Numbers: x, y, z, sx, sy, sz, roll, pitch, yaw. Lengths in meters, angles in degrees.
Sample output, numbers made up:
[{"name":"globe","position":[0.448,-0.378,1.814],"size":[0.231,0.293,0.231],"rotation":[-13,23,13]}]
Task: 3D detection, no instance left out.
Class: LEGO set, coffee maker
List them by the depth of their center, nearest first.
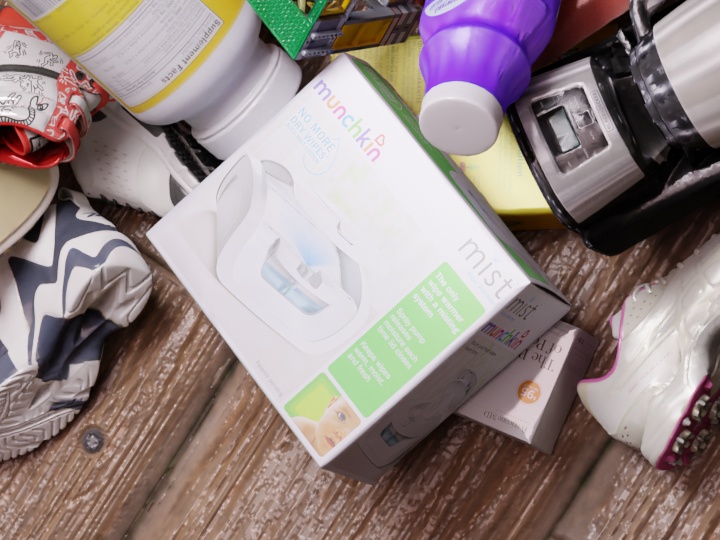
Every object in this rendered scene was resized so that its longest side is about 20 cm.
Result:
[{"name":"coffee maker","position":[0.209,-0.094,1.533],"size":[0.200,0.192,0.135],"rotation":[-27,51,19]},{"name":"LEGO set","position":[-0.015,-0.230,1.590],"size":[0.200,0.116,0.154],"rotation":[45,129,30]}]

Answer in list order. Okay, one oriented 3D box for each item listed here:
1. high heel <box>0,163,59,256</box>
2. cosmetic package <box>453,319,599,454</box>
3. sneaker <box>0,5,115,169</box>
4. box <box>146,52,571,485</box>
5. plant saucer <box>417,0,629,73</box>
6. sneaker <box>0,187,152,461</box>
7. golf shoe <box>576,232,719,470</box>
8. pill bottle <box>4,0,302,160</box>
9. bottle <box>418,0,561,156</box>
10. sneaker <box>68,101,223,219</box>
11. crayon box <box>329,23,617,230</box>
[{"name":"high heel","position":[-0.267,-0.062,1.752],"size":[0.142,0.071,0.200],"rotation":[-24,42,50]},{"name":"cosmetic package","position":[0.046,0.043,1.648],"size":[0.200,0.051,0.083],"rotation":[21,88,24]},{"name":"sneaker","position":[-0.179,-0.122,1.685],"size":[0.201,0.067,0.108],"rotation":[-4,62,-16]},{"name":"box","position":[0.000,0.000,1.596],"size":[0.176,0.097,0.200],"rotation":[-41,68,10]},{"name":"plant saucer","position":[0.119,-0.212,1.625],"size":[0.199,0.037,0.200],"rotation":[-33,33,12]},{"name":"sneaker","position":[-0.233,0.028,1.754],"size":[0.199,0.079,0.130],"rotation":[-56,44,24]},{"name":"golf shoe","position":[0.205,0.021,1.580],"size":[0.091,0.075,0.200],"rotation":[28,88,28]},{"name":"pill bottle","position":[-0.134,-0.164,1.610],"size":[0.112,0.200,0.112],"rotation":[-39,24,21]},{"name":"bottle","position":[0.077,-0.154,1.504],"size":[0.083,0.065,0.200],"rotation":[-24,36,38]},{"name":"sneaker","position":[-0.143,-0.066,1.745],"size":[0.200,0.074,0.080],"rotation":[43,109,29]},{"name":"crayon box","position":[0.077,-0.090,1.665],"size":[0.199,0.051,0.127],"rotation":[-1,78,22]}]
